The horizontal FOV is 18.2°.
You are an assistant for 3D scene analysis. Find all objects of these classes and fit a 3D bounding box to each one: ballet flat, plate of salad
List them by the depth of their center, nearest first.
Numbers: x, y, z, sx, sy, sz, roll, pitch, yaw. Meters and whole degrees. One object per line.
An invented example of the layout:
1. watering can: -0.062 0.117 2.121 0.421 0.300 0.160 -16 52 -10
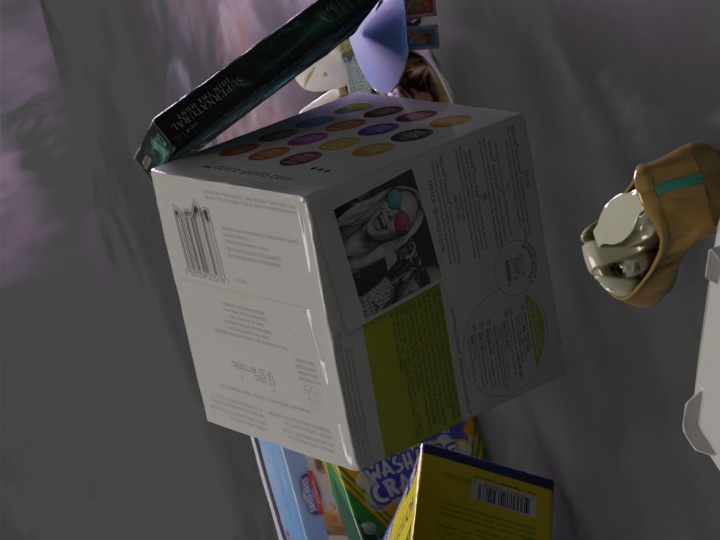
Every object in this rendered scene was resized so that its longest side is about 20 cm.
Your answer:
1. ballet flat: 0.161 -0.024 1.318 0.200 0.063 0.069 112 141 -68
2. plate of salad: 0.047 -0.083 1.727 0.200 0.048 0.200 165 90 -77
3. ballet flat: -0.017 -0.144 1.866 0.069 0.071 0.200 -122 22 -52

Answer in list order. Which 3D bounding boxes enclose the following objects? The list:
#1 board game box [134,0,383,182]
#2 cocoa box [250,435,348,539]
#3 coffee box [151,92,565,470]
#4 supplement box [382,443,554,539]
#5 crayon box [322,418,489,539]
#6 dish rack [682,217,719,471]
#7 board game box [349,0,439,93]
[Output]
1. board game box: -0.074 -0.143 1.649 0.028 0.200 0.135 52 166 0
2. cocoa box: -0.020 0.173 2.066 0.131 0.133 0.200 144 110 -74
3. coffee box: 0.000 0.000 1.597 0.200 0.198 0.200 13 120 53
4. supplement box: 0.072 0.240 1.636 0.200 0.109 0.109 -81 9 -55
5. crayon box: 0.030 0.138 1.856 0.052 0.126 0.200 111 142 -66
6. dish rack: 0.225 0.072 1.212 0.200 0.044 0.172 90 160 -43
7. board game box: 0.025 -0.234 1.684 0.158 0.039 0.200 -152 56 -72
